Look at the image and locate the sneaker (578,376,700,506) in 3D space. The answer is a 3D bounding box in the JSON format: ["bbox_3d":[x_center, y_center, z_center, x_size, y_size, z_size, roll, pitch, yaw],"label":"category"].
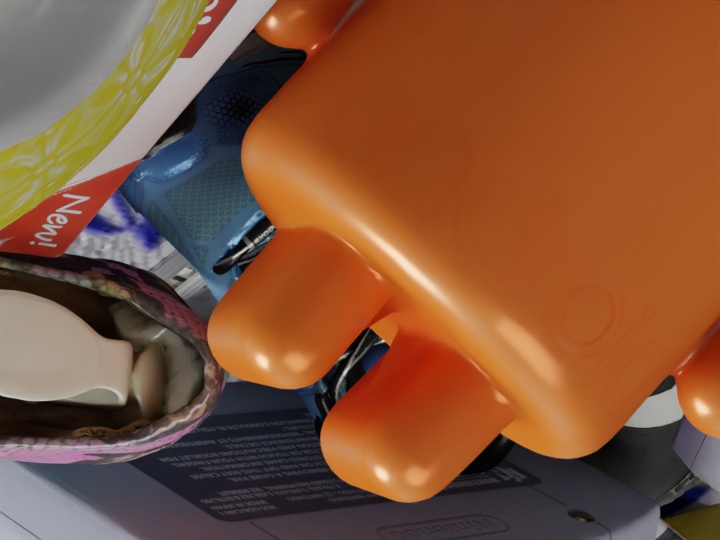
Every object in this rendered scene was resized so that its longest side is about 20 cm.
[{"bbox_3d":[0.076,0.001,0.794,0.088,0.074,0.200,-8,138,-21],"label":"sneaker"}]

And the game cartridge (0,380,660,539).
[{"bbox_3d":[-0.011,0.072,0.770,0.200,0.133,0.042,-2,116,-46],"label":"game cartridge"}]

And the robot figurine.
[{"bbox_3d":[0.053,-0.035,0.632,0.200,0.144,0.117,-48,150,-8],"label":"robot figurine"}]

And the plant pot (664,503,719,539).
[{"bbox_3d":[0.082,0.233,1.076,0.176,0.200,0.200,-9,151,6],"label":"plant pot"}]

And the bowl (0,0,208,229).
[{"bbox_3d":[-0.090,-0.072,0.443,0.200,0.108,0.200,-17,122,-29],"label":"bowl"}]

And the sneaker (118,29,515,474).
[{"bbox_3d":[0.000,0.000,0.723,0.078,0.090,0.200,-29,148,16],"label":"sneaker"}]

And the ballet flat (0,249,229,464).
[{"bbox_3d":[-0.127,0.015,0.640,0.200,0.069,0.071,5,171,-18],"label":"ballet flat"}]

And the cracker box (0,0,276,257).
[{"bbox_3d":[-0.122,-0.070,0.569,0.200,0.058,0.134,6,142,-38],"label":"cracker box"}]

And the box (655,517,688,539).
[{"bbox_3d":[0.082,0.143,0.925,0.200,0.041,0.119,40,89,-25],"label":"box"}]

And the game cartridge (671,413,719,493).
[{"bbox_3d":[0.180,-0.022,0.774,0.200,0.038,0.130,-26,144,-37],"label":"game cartridge"}]
